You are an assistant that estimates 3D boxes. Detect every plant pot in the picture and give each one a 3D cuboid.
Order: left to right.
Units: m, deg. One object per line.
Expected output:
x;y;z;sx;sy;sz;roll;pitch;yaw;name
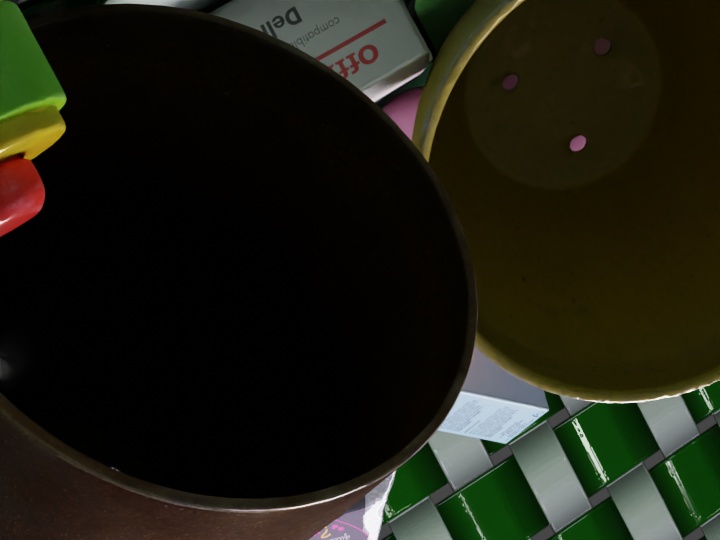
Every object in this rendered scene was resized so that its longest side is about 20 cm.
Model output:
-0.084;0.044;0.603;0.186;0.187;0.200;-30;163;-38;plant pot
0.106;-0.063;0.768;0.199;0.201;0.142;-28;-156;1;plant pot

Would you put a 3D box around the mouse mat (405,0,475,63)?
0.100;-0.159;0.913;0.161;0.008;0.200;-40;162;1;mouse mat

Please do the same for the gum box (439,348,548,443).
0.000;0.000;0.957;0.199;0.171;0.045;14;139;-37;gum box

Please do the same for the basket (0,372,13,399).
-0.185;0.024;0.734;0.200;0.136;0.180;-35;176;-41;basket

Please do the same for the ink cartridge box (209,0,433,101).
-0.032;-0.095;0.800;0.116;0.068;0.200;-29;-177;1;ink cartridge box

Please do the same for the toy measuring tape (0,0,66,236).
-0.116;-0.031;0.438;0.073;0.074;0.200;-29;-177;-20;toy measuring tape

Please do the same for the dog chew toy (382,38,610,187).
0.086;-0.072;0.906;0.198;0.126;0.124;-19;178;-30;dog chew toy

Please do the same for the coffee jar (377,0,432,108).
-0.021;-0.105;1.045;0.199;0.086;0.104;-27;180;25;coffee jar

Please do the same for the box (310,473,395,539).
-0.060;0.076;1.020;0.131;0.116;0.201;2;-141;-13;box
